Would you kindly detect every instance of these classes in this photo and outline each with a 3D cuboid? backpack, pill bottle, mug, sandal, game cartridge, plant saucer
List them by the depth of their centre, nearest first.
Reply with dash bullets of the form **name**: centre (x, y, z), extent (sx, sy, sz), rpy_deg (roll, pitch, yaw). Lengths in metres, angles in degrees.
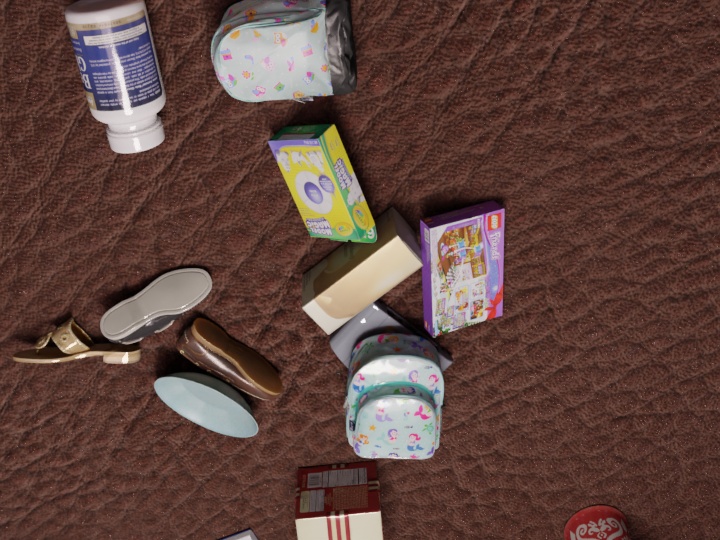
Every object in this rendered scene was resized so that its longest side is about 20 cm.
- **backpack**: centre (-0.107, -0.312, 1.192), extent (0.195, 0.128, 0.170), rpy_deg (-3, 123, 3)
- **pill bottle**: centre (-0.336, -0.275, 1.212), extent (0.109, 0.112, 0.204), rpy_deg (-6, 119, 2)
- **backpack**: centre (0.058, 0.212, 1.448), extent (0.173, 0.151, 0.204), rpy_deg (2, 115, -2)
- **sandal**: centre (-0.478, 0.114, 1.461), extent (0.207, 0.078, 0.071), rpy_deg (2, 100, -10)
- **plant saucer**: centre (-0.262, 0.225, 1.503), extent (0.197, 0.039, 0.202), rpy_deg (18, 149, 11)
- **game cartridge**: centre (0.049, 0.146, 1.508), extent (0.199, 0.042, 0.133), rpy_deg (36, 108, -20)
- **mug**: centre (0.476, 0.596, 1.682), extent (0.131, 0.201, 0.180), rpy_deg (17, 118, -12)

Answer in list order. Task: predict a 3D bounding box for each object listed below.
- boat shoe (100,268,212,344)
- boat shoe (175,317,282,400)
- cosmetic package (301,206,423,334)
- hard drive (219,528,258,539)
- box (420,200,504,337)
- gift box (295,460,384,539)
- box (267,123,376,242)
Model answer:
- **boat shoe**: centre (-0.332, 0.063, 1.431), extent (0.198, 0.075, 0.060), rpy_deg (-30, 159, -3)
- **boat shoe**: centre (-0.226, 0.162, 1.489), extent (0.199, 0.071, 0.070), rpy_deg (40, 116, -14)
- **cosmetic package**: centre (0.000, 0.000, 1.385), extent (0.199, 0.106, 0.071), rpy_deg (-38, 116, 16)
- **hard drive**: centre (-0.283, 0.609, 1.760), extent (0.197, 0.026, 0.133), rpy_deg (-22, 118, 10)
- **box**: centre (0.166, -0.002, 1.402), extent (0.134, 0.039, 0.204), rpy_deg (-15, 121, -18)
- **gift box**: centre (-0.049, 0.484, 1.617), extent (0.195, 0.185, 0.191), rpy_deg (-4, 111, 5)
- **box**: centre (-0.054, -0.121, 1.313), extent (0.116, 0.048, 0.202), rpy_deg (6, 131, 44)
